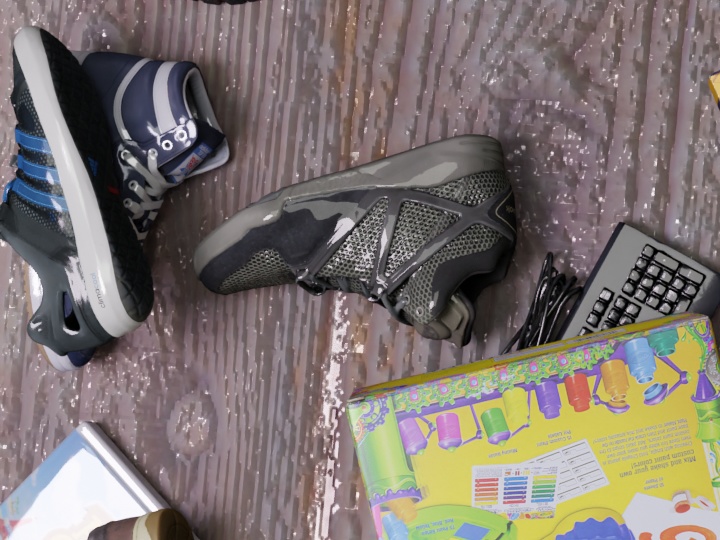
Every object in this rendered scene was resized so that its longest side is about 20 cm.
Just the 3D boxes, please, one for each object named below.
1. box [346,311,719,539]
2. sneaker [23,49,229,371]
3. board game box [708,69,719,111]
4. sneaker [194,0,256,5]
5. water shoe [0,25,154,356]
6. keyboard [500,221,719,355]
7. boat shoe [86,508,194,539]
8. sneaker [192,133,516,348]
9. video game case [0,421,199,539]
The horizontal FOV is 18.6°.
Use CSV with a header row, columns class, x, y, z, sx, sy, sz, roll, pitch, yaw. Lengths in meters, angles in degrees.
class,x,y,z,sx,sy,sz,roll,pitch,yaw
box,0.111,0.139,1.211,0.199,0.122,0.193,-13,90,2
sneaker,-0.141,-0.038,1.345,0.108,0.070,0.201,1,82,16
board game box,0.320,-0.071,1.241,0.199,0.057,0.166,-24,79,11
sneaker,-0.050,-0.222,1.349,0.199,0.074,0.087,-8,70,9
water shoe,-0.186,-0.049,1.286,0.079,0.071,0.201,-24,70,14
keyboard,0.124,0.069,1.286,0.104,0.040,0.201,28,91,14
boat shoe,-0.123,0.243,1.299,0.065,0.073,0.201,-9,80,24
sneaker,0.000,0.000,1.303,0.199,0.076,0.115,-16,75,7
video game case,-0.166,0.226,1.352,0.182,0.022,0.200,-45,76,6
